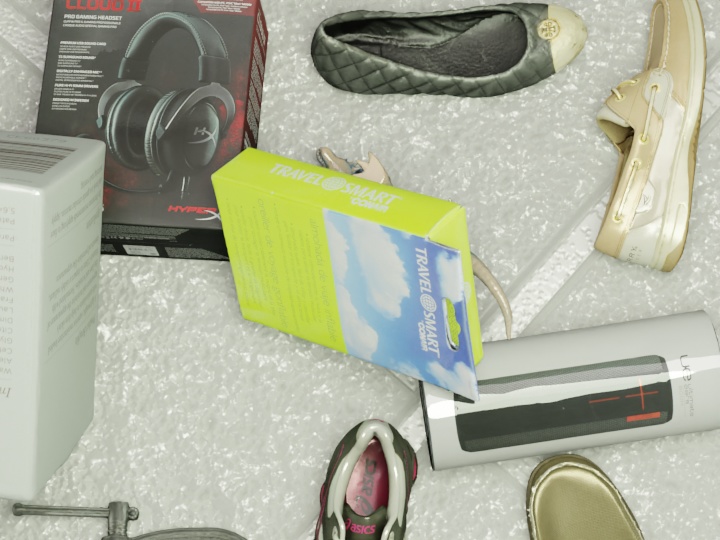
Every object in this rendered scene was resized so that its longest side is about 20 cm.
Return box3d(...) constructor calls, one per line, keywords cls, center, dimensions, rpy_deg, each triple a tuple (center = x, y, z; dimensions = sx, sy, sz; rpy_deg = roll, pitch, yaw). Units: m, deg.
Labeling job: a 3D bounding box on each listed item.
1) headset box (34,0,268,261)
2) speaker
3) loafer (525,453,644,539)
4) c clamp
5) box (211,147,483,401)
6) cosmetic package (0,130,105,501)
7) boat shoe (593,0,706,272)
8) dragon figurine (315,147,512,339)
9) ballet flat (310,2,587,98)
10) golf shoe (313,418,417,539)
box3d(cls="headset box", center=(-0.146, -0.114, 1.347), dimensions=(0.147, 0.077, 0.202), rpy_deg=(4, 73, 4))
box3d(cls="speaker", center=(0.139, 0.079, 1.266), dimensions=(0.198, 0.081, 0.082), rpy_deg=(-8, 71, 0))
box3d(cls="loafer", center=(0.162, 0.208, 1.228), dimensions=(0.075, 0.068, 0.201), rpy_deg=(-20, 72, -4))
box3d(cls="c clamp", center=(-0.139, 0.246, 1.257), dimensions=(0.169, 0.027, 0.202), rpy_deg=(-5, 70, -4))
box3d(cls="box", center=(0.000, 0.000, 1.231), dimensions=(0.199, 0.123, 0.048), rpy_deg=(17, 43, 34))
box3d(cls="cosmetic package", center=(-0.262, 0.021, 1.221), dimensions=(0.163, 0.165, 0.202), rpy_deg=(6, 104, 5))
box3d(cls="boat shoe", center=(0.197, -0.101, 1.326), dimensions=(0.069, 0.074, 0.202), rpy_deg=(8, 73, -1))
box3d(cls="dragon figurine", center=(0.033, -0.027, 1.303), dimensions=(0.199, 0.099, 0.059), rpy_deg=(31, 88, 9))
box3d(cls="ballet flat", center=(0.063, -0.158, 1.360), dimensions=(0.198, 0.057, 0.067), rpy_deg=(-6, 72, 1))
box3d(cls="golf shoe", center=(-0.007, 0.193, 1.232), dimensions=(0.076, 0.088, 0.202), rpy_deg=(5, 73, 3))
